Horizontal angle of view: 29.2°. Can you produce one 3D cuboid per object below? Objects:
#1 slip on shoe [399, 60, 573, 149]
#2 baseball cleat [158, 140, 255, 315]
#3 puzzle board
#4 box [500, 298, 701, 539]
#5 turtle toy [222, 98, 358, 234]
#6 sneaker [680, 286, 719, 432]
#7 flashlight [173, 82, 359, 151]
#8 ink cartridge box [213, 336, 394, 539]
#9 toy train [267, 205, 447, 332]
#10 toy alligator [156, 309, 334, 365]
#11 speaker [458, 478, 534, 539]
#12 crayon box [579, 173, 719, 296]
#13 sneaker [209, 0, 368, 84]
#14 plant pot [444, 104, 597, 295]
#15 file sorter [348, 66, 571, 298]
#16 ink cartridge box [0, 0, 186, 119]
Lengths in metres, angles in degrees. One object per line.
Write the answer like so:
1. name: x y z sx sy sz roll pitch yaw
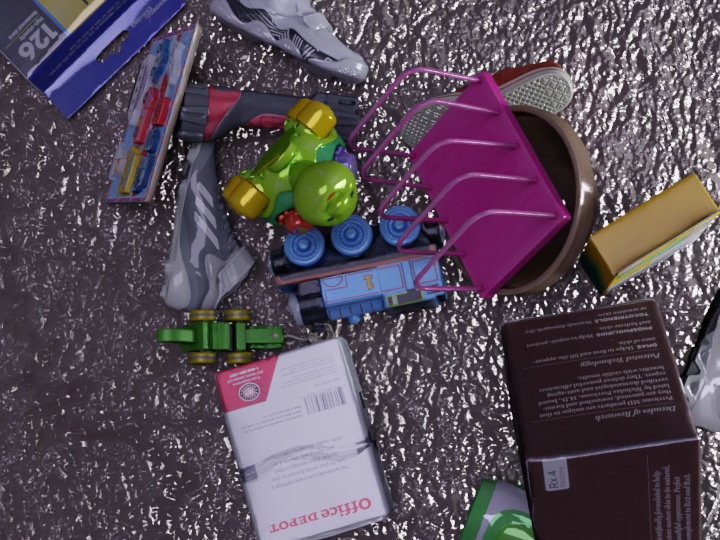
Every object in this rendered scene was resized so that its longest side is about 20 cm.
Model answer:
1. slip on shoe: 0.139 -0.183 1.545 0.200 0.061 0.074 -19 117 14
2. baseball cleat: -0.165 -0.049 1.559 0.106 0.070 0.201 11 86 -9
3. puzzle board: -0.236 -0.172 1.538 0.017 0.151 0.200 19 84 -27
4. box: 0.240 0.162 1.394 0.164 0.166 0.200 -9 40 4
5. turtle toy: -0.059 -0.095 1.441 0.101 0.200 0.146 41 90 -14
6. sneaker: 0.405 0.080 1.480 0.088 0.074 0.200 23 95 7
7. flashlight: -0.105 -0.166 1.537 0.199 0.068 0.068 7 66 -15
8. ink cartridge box: -0.059 0.188 1.500 0.145 0.083 0.200 -16 82 3
9. toy train: 0.000 0.000 1.516 0.199 0.087 0.115 -12 79 3
10. toy alligator: -0.131 0.075 1.537 0.200 0.054 0.059 1 83 -20
11. speaker: 0.209 0.291 1.462 0.200 0.088 0.089 21 85 7
12. crayon box: 0.298 -0.036 1.437 0.126 0.200 0.052 -31 81 0
13. sneaker: -0.063 -0.296 1.566 0.200 0.075 0.115 28 89 11
14. plant pot: 0.188 -0.073 1.485 0.201 0.093 0.201 -4 85 49
15. file sorter: 0.091 -0.093 1.432 0.139 0.125 0.200 -48 55 36
16. ink cartridge box: -0.342 -0.315 1.609 0.198 0.047 0.200 -45 77 -2
